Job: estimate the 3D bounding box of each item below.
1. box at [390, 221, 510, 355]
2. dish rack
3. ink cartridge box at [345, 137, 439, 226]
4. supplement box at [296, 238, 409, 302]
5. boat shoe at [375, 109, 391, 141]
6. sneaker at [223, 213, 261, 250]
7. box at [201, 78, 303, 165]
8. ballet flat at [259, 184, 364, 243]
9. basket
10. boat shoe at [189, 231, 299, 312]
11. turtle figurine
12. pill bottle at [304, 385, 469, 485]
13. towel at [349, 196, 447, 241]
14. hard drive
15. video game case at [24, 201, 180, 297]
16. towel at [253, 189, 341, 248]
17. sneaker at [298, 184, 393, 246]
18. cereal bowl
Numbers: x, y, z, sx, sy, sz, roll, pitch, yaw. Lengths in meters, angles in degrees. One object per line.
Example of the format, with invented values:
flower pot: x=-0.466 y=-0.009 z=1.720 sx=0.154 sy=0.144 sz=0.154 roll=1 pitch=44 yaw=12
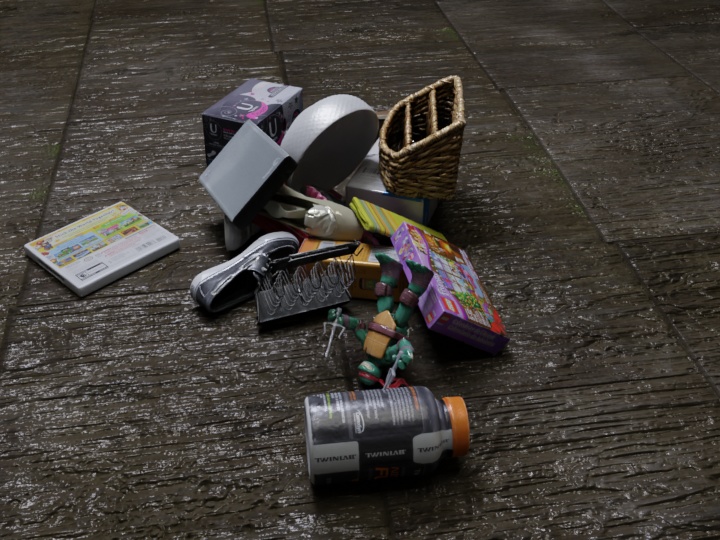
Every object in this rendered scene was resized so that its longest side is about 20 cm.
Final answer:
box: x=0.130 y=0.024 z=1.320 sx=0.135 sy=0.039 sz=0.202 roll=22 pitch=31 yaw=-33
dish rack: x=-0.074 y=0.016 z=1.287 sx=0.150 sy=0.200 sz=0.056 roll=-14 pitch=76 yaw=-18
ink cartridge box: x=0.071 y=-0.153 z=1.620 sx=0.142 sy=0.086 sz=0.201 roll=12 pitch=37 yaw=15
supplement box: x=0.000 y=0.000 z=1.416 sx=0.195 sy=0.068 sz=0.069 roll=7 pitch=32 yaw=10
boat shoe: x=0.100 y=-0.304 z=1.850 sx=0.196 sy=0.073 sz=0.068 roll=11 pitch=37 yaw=16
sneaker: x=-0.182 y=-0.101 z=1.557 sx=0.083 sy=0.074 sz=0.201 roll=3 pitch=33 yaw=9
box: x=-0.210 y=-0.291 z=1.796 sx=0.130 sy=0.117 sz=0.200 roll=14 pitch=37 yaw=20
ballet flat: x=-0.089 y=-0.088 z=1.451 sx=0.197 sy=0.071 sz=0.069 roll=20 pitch=39 yaw=25
basket: x=0.102 y=-0.237 z=1.535 sx=0.139 sy=0.151 sz=0.202 roll=5 pitch=37 yaw=1
boat shoe: x=-0.168 y=0.005 z=1.404 sx=0.198 sy=0.073 sz=0.067 roll=-27 pitch=40 yaw=-30
turtle figurine: x=0.027 y=0.082 z=1.231 sx=0.147 sy=0.101 sz=0.204 roll=17 pitch=79 yaw=27
pill bottle: x=0.032 y=0.198 z=1.090 sx=0.195 sy=0.108 sz=0.107 roll=-4 pitch=34 yaw=-6
towel: x=0.074 y=-0.061 z=1.461 sx=0.197 sy=0.018 sz=0.087 roll=20 pitch=27 yaw=-34
hard drive: x=-0.189 y=-0.161 z=1.487 sx=0.140 sy=0.033 sz=0.200 roll=-49 pitch=36 yaw=2
video game case: x=-0.437 y=-0.041 z=1.518 sx=0.180 sy=0.023 sz=0.199 roll=29 pitch=45 yaw=35
towel: x=-0.120 y=-0.117 z=1.569 sx=0.143 sy=0.023 sz=0.201 roll=35 pitch=37 yaw=-5
sneaker: x=-0.023 y=-0.078 z=1.512 sx=0.199 sy=0.080 sz=0.095 roll=41 pitch=38 yaw=21
cereal bowl: x=-0.067 y=-0.224 z=1.542 sx=0.198 sy=0.202 sz=0.083 roll=-29 pitch=67 yaw=-35
